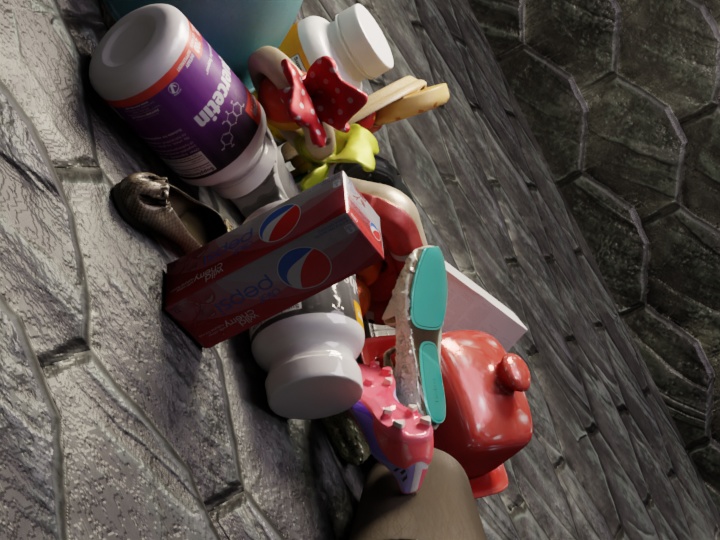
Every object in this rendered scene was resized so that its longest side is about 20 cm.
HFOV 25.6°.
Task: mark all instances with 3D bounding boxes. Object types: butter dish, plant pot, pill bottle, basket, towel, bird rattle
[{"bbox_3d":[0.121,0.138,1.736,0.200,0.148,0.200,1,62,-54],"label":"butter dish"},{"bbox_3d":[-0.138,-0.318,1.660,0.200,0.188,0.200,33,25,-18],"label":"plant pot"},{"bbox_3d":[-0.169,-0.161,1.566,0.200,0.112,0.113,47,23,-40],"label":"pill bottle"},{"bbox_3d":[-0.057,0.038,1.580,0.116,0.116,0.201,39,35,-53],"label":"pill bottle"},{"bbox_3d":[0.060,0.272,1.559,0.180,0.136,0.200,33,21,-13],"label":"basket"},{"bbox_3d":[-0.028,0.107,1.709,0.201,0.036,0.148,63,18,2],"label":"towel"},{"bbox_3d":[-0.066,-0.158,1.606,0.163,0.113,0.200,46,-7,29],"label":"bird rattle"},{"bbox_3d":[-0.068,-0.218,1.795,0.111,0.199,0.111,53,19,-28],"label":"pill bottle"}]

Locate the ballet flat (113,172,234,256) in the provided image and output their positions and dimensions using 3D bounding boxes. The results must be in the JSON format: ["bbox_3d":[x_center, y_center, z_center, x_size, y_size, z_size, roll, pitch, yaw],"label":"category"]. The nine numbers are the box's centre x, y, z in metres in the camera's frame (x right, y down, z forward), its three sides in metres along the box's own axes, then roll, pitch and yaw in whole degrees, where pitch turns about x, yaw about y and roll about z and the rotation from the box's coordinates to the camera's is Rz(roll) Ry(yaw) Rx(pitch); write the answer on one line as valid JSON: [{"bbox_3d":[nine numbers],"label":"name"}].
[{"bbox_3d":[-0.165,-0.050,1.524,0.200,0.046,0.068,34,34,-58],"label":"ballet flat"}]

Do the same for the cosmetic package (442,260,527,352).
[{"bbox_3d":[0.099,0.041,1.886,0.200,0.083,0.051,36,9,-30],"label":"cosmetic package"}]

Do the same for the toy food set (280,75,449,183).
[{"bbox_3d":[-0.004,-0.162,1.805,0.049,0.200,0.198,61,-22,-4],"label":"toy food set"}]

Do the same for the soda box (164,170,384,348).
[{"bbox_3d":[-0.080,-0.008,1.445,0.070,0.199,0.064,49,22,-36],"label":"soda box"}]

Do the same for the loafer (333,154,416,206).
[{"bbox_3d":[0.008,-0.100,1.811,0.071,0.068,0.200,58,9,19],"label":"loafer"}]

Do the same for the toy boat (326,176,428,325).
[{"bbox_3d":[0.000,0.000,1.720,0.200,0.130,0.131,69,40,-53],"label":"toy boat"}]

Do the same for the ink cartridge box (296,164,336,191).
[{"bbox_3d":[0.007,-0.052,1.964,0.201,0.083,0.147,60,19,-10],"label":"ink cartridge box"}]

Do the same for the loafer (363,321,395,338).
[{"bbox_3d":[0.035,0.132,1.833,0.072,0.063,0.201,-3,62,-50],"label":"loafer"}]

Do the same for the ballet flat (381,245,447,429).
[{"bbox_3d":[0.051,0.071,1.662,0.072,0.071,0.201,28,60,-61],"label":"ballet flat"}]

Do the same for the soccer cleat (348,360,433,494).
[{"bbox_3d":[0.018,0.150,1.585,0.200,0.066,0.077,-140,-128,-61],"label":"soccer cleat"}]

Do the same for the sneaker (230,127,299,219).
[{"bbox_3d":[-0.112,-0.099,1.733,0.082,0.074,0.201,-84,155,-71],"label":"sneaker"}]
